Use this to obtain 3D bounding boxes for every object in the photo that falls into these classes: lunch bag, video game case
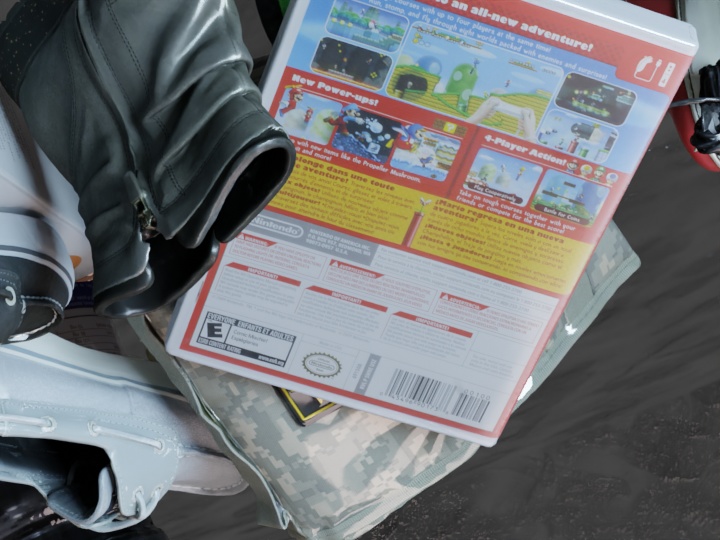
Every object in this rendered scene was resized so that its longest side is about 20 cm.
[{"bbox_3d":[0.000,0.000,0.907,0.200,0.165,0.117,-46,-152,-23],"label":"lunch bag"},{"bbox_3d":[0.021,-0.027,0.793,0.142,0.018,0.201,17,125,-10],"label":"video game case"}]

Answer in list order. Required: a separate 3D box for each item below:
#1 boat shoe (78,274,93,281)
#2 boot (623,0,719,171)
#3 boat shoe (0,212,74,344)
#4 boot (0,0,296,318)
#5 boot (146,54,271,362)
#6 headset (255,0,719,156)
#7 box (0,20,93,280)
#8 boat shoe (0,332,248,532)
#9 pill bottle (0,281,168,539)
[{"bbox_3d":[-0.158,-0.026,1.011,0.199,0.076,0.072,-1,162,-36],"label":"boat shoe"},{"bbox_3d":[0.104,-0.091,0.949,0.143,0.201,0.073,-23,124,14],"label":"boot"},{"bbox_3d":[-0.159,0.014,0.752,0.068,0.057,0.200,-26,166,16],"label":"boat shoe"},{"bbox_3d":[-0.051,-0.084,0.736,0.067,0.131,0.200,1,138,-43],"label":"boot"},{"bbox_3d":[-0.032,-0.023,1.007,0.202,0.155,0.073,-10,168,-29],"label":"boot"},{"bbox_3d":[0.058,-0.100,0.810,0.124,0.199,0.094,-61,-178,35],"label":"headset"},{"bbox_3d":[-0.189,-0.042,0.824,0.124,0.098,0.200,-23,166,4],"label":"box"},{"bbox_3d":[-0.118,0.075,0.895,0.200,0.072,0.070,22,142,-39],"label":"boat shoe"},{"bbox_3d":[-0.169,0.080,1.109,0.111,0.201,0.112,-20,167,-5],"label":"pill bottle"}]
